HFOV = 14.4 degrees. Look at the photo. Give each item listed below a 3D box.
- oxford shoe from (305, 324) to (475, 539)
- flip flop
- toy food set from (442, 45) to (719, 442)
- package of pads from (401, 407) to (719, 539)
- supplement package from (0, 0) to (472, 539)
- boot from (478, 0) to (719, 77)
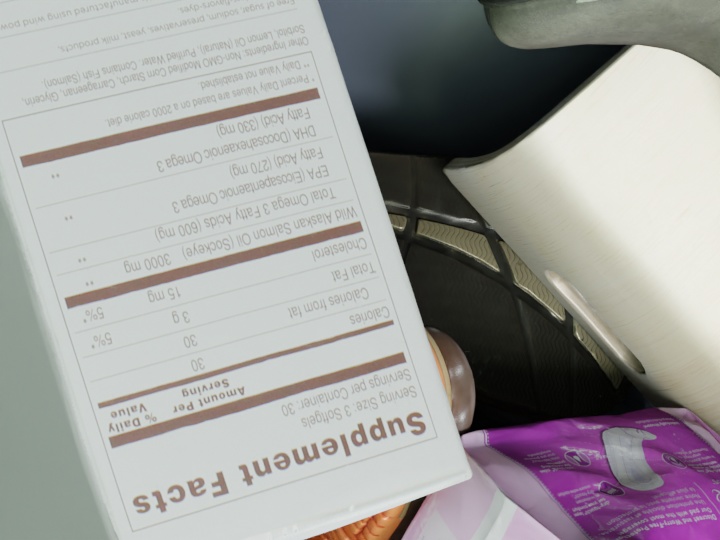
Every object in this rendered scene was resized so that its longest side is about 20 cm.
[{"bbox_3d":[0.009,0.063,0.942,0.073,0.071,0.200,-14,160,-22],"label":"oxford shoe"},{"bbox_3d":[0.000,0.000,0.955,0.200,0.058,0.081,11,78,-11],"label":"flip flop"},{"bbox_3d":[0.148,-0.046,0.929,0.200,0.060,0.144,-41,107,3],"label":"toy food set"},{"bbox_3d":[0.047,0.141,0.914,0.120,0.076,0.200,-3,129,-45],"label":"package of pads"},{"bbox_3d":[-0.069,-0.009,0.841,0.117,0.117,0.200,-15,85,-30],"label":"supplement package"},{"bbox_3d":[0.137,-0.046,0.859,0.200,0.068,0.131,-7,103,-10],"label":"boot"}]
